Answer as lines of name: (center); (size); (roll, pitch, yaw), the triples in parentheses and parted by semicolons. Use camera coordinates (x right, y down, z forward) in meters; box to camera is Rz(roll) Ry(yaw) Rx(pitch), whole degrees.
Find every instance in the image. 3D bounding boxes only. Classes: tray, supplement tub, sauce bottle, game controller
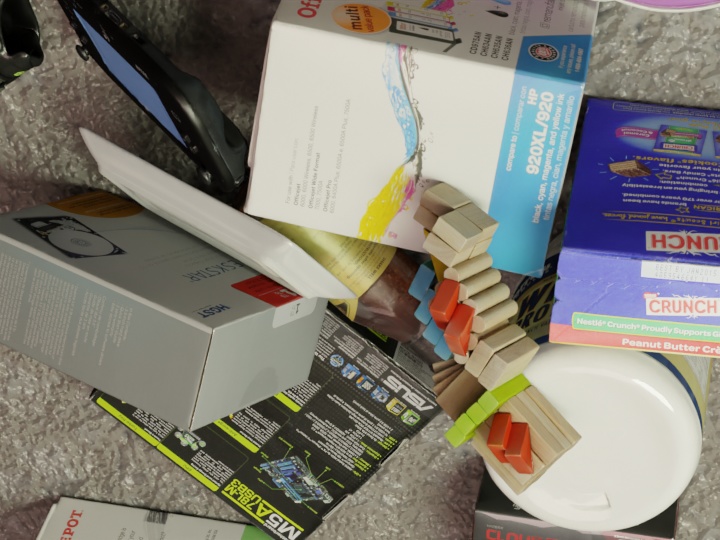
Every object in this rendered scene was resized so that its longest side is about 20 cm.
tray: (-0.101, -0.033, 1.519); (0.200, 0.022, 0.107); (28, 173, 32)
supplement tub: (0.162, 0.064, 1.508); (0.144, 0.200, 0.145); (6, 121, 10)
sauce bottle: (0.000, 0.000, 1.583); (0.200, 0.066, 0.066); (43, 119, -12)
game controller: (-0.143, -0.129, 1.466); (0.042, 0.200, 0.104); (-44, 140, -3)

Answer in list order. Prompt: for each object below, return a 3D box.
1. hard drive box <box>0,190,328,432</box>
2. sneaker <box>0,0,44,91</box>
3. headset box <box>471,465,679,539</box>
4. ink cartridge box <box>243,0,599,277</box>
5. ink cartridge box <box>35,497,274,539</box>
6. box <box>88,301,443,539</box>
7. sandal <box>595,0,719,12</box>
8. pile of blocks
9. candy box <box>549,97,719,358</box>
hard drive box: (-0.147, 0.023, 1.533); (0.200, 0.156, 0.077); (23, 110, 22)
sneaker: (-0.264, -0.143, 1.549); (0.083, 0.071, 0.200); (26, 119, 3)
headset box: (0.156, 0.230, 1.683); (0.148, 0.075, 0.200); (8, 122, 7)
ink cartridge box: (0.040, -0.109, 1.462); (0.200, 0.147, 0.145); (12, 122, 4)
ink cartridge box: (-0.155, 0.260, 1.723); (0.200, 0.146, 0.084); (8, 123, 7)
box: (-0.066, 0.087, 1.661); (0.200, 0.048, 0.193); (38, 122, -11)
sandal: (0.156, -0.204, 1.438); (0.202, 0.050, 0.083); (12, 122, 6)
pile of blocks: (0.062, 0.049, 1.389); (0.082, 0.062, 0.200); (-20, 92, 33)
candy box: (0.215, -0.027, 1.444); (0.169, 0.200, 0.077); (7, 121, 8)
